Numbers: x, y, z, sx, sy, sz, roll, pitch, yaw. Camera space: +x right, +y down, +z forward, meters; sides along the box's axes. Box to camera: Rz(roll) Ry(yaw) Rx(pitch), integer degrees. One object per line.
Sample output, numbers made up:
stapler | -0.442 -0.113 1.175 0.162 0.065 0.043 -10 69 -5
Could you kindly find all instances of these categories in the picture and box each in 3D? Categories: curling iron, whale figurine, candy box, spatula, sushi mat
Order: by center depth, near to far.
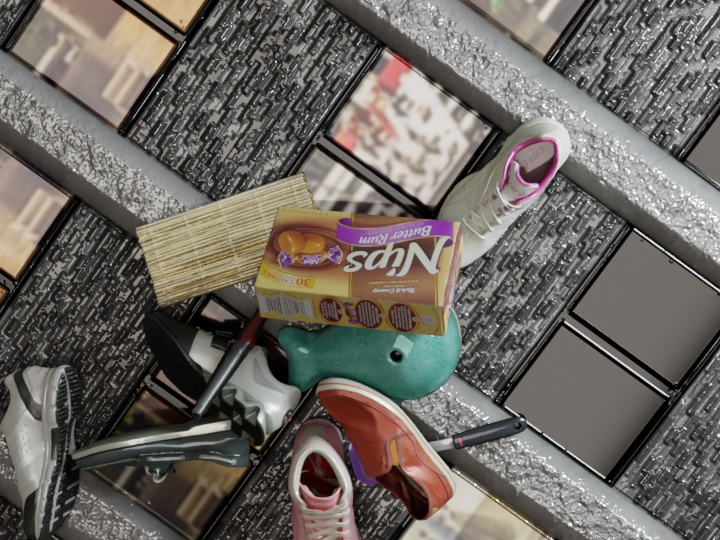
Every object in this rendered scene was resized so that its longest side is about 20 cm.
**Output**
candy box | 0.000 0.000 1.625 0.199 0.117 0.057 5 141 13
curling iron | -0.130 0.072 1.659 0.026 0.050 0.200 13 60 32
whale figurine | 0.008 0.085 1.672 0.199 0.104 0.160 -9 102 9
sushi mat | -0.141 -0.032 1.709 0.200 0.012 0.096 -18 96 5
spatula | 0.088 0.193 1.726 0.199 0.021 0.057 -13 103 3

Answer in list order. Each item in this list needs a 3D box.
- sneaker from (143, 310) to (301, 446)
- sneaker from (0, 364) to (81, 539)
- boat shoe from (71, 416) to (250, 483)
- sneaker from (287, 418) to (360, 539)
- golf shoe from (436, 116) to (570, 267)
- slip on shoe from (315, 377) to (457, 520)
sneaker | -0.151 0.103 1.705 0.200 0.074 0.088 39 54 16
sneaker | -0.359 0.200 1.731 0.080 0.074 0.201 6 94 16
boat shoe | -0.218 0.204 1.717 0.199 0.073 0.062 -10 94 -1
sneaker | -0.042 0.270 1.702 0.075 0.105 0.201 -6 99 1
golf shoe | 0.145 -0.080 1.652 0.075 0.092 0.200 38 99 -4
slip on shoe | 0.024 0.191 1.669 0.200 0.061 0.074 48 141 -17
